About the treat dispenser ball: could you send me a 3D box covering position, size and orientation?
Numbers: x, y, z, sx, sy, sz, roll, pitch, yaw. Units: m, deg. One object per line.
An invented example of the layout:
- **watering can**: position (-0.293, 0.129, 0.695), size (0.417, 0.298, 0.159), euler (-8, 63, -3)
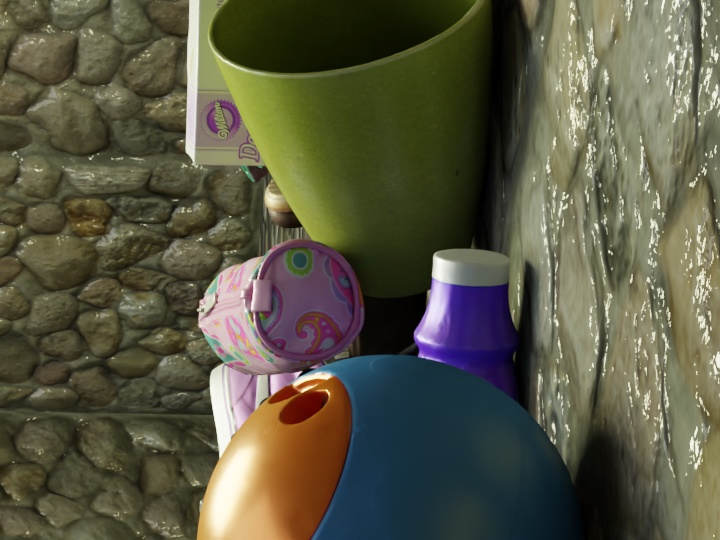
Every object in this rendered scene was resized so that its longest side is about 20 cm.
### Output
- **treat dispenser ball**: position (0.015, 0.144, 1.040), size (0.201, 0.199, 0.202), euler (-178, 90, -84)

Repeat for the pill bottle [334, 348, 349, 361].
- **pill bottle**: position (-0.017, 0.093, 1.632), size (0.111, 0.110, 0.201), euler (101, 160, -55)

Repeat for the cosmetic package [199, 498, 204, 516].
- **cosmetic package**: position (-0.011, 0.222, 1.317), size (0.200, 0.090, 0.107), euler (34, 133, 36)

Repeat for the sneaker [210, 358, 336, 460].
- **sneaker**: position (-0.043, 0.139, 1.513), size (0.073, 0.114, 0.202), euler (37, -146, -58)

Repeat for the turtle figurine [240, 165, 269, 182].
- **turtle figurine**: position (-0.008, -0.143, 1.544), size (0.101, 0.199, 0.150), euler (53, 168, 19)

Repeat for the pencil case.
- **pencil case**: position (-0.059, 0.028, 1.404), size (0.200, 0.087, 0.088), euler (165, 106, -75)

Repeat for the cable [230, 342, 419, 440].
- **cable**: position (-0.018, 0.089, 1.332), size (0.163, 0.199, 0.051), euler (-4, 112, 55)

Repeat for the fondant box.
- **fondant box**: position (-0.022, -0.148, 1.449), size (0.058, 0.198, 0.145), euler (-128, 39, -74)

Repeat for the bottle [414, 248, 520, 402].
- **bottle**: position (0.062, 0.089, 1.240), size (0.084, 0.065, 0.202), euler (-122, 35, -77)

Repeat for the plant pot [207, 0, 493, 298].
- **plant pot**: position (0.013, -0.090, 1.361), size (0.188, 0.186, 0.201), euler (-99, -5, -58)

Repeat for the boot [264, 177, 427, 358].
- **boot**: position (0.000, 0.000, 1.519), size (0.200, 0.072, 0.168), euler (-17, -71, -56)
